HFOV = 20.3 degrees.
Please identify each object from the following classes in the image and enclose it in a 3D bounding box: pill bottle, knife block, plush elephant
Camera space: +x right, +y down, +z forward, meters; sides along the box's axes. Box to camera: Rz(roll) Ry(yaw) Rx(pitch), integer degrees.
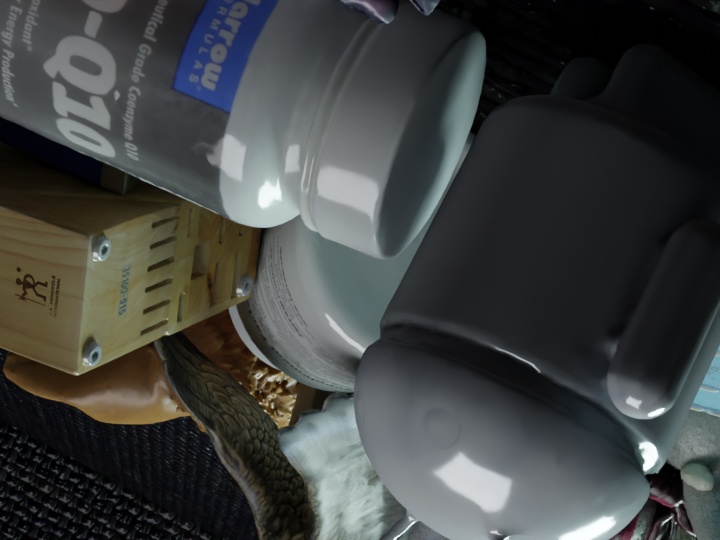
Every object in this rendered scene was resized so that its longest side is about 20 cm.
[{"bbox_3d":[0.000,0.000,0.966,0.114,0.115,0.200,31,166,-11],"label":"pill bottle"},{"bbox_3d":[-0.160,-0.021,0.881,0.175,0.064,0.200,20,-157,25],"label":"knife block"},{"bbox_3d":[-0.059,-0.085,0.783,0.199,0.114,0.114,23,165,16],"label":"pill bottle"},{"bbox_3d":[0.149,0.103,0.995,0.154,0.201,0.164,-17,152,41],"label":"plush elephant"}]

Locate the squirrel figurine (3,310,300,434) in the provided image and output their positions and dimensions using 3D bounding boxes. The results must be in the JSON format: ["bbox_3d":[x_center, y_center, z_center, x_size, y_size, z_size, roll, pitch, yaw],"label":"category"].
[{"bbox_3d":[-0.093,0.063,1.324,0.199,0.142,0.187,22,171,33],"label":"squirrel figurine"}]

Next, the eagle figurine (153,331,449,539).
[{"bbox_3d":[-0.026,0.120,0.957,0.151,0.201,0.151,0,-164,-5],"label":"eagle figurine"}]

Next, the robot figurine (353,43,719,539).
[{"bbox_3d":[0.071,0.018,0.723,0.113,0.201,0.169,33,166,-18],"label":"robot figurine"}]

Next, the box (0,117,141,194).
[{"bbox_3d":[-0.157,-0.105,0.910,0.199,0.121,0.033,25,124,16],"label":"box"}]

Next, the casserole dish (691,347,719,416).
[{"bbox_3d":[0.157,0.028,0.840,0.199,0.039,0.121,16,156,1],"label":"casserole dish"}]

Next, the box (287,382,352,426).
[{"bbox_3d":[0.034,0.092,1.122,0.163,0.021,0.200,42,-157,-13],"label":"box"}]

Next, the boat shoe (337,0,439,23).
[{"bbox_3d":[-0.031,-0.151,0.548,0.200,0.093,0.075,34,165,-21],"label":"boat shoe"}]
